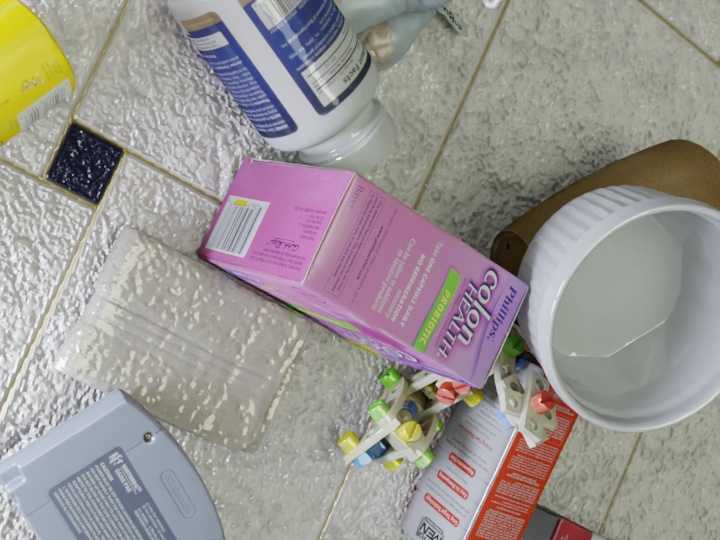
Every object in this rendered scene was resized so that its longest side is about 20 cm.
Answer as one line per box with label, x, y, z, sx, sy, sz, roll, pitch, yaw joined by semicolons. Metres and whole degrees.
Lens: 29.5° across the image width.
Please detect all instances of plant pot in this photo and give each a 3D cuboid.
plant pot;0.229;-0.012;1.275;0.199;0.186;0.187;-14;105;-23

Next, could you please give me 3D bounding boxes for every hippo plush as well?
hippo plush;0.061;-0.242;1.129;0.200;0.161;0.160;23;85;-33

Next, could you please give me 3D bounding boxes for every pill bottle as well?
pill bottle;-0.055;-0.168;1.096;0.111;0.111;0.200;-46;119;-18

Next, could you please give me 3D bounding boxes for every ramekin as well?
ramekin;0.225;0.023;1.141;0.199;0.105;0.201;-7;112;-17

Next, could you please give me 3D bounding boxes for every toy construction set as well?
toy construction set;0.082;0.110;1.192;0.092;0.199;0.131;60;38;-18

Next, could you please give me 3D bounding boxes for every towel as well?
towel;-0.141;0.060;1.124;0.200;0.034;0.133;31;79;-31

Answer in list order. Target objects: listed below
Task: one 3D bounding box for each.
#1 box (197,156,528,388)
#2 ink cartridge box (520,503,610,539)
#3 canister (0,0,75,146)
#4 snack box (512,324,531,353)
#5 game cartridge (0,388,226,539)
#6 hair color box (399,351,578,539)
box;0.000;0.000;1.120;0.200;0.176;0.097;30;81;-33
ink cartridge box;0.213;0.332;1.367;0.200;0.083;0.146;29;81;-32
canister;-0.305;-0.097;0.925;0.200;0.148;0.087;-42;117;-23
snack box;0.126;0.080;1.305;0.072;0.024;0.200;-46;119;-18
game cartridge;-0.187;0.197;1.094;0.133;0.042;0.200;-34;119;-17
hair color box;0.121;0.173;1.252;0.061;0.101;0.201;23;95;-30
